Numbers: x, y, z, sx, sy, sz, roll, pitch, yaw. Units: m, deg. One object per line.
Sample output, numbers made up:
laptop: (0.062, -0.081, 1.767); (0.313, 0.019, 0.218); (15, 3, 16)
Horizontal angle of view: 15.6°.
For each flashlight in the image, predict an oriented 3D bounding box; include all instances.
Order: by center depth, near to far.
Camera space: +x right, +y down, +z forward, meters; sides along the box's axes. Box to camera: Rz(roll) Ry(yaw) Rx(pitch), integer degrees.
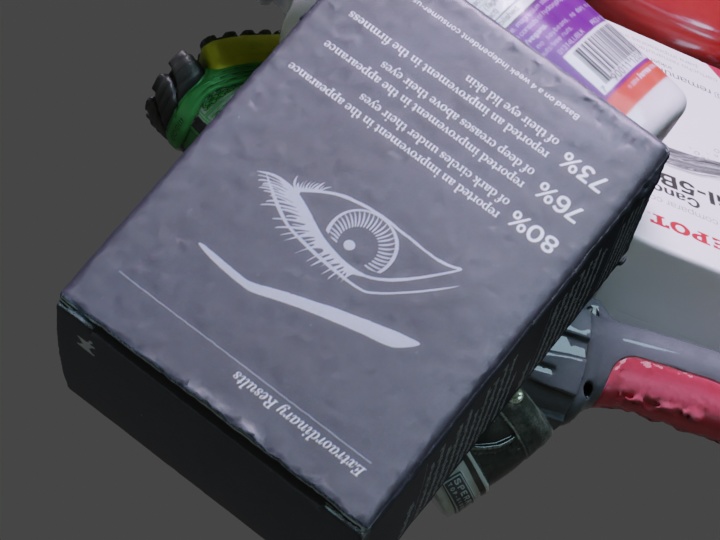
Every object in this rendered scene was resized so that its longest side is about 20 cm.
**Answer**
flashlight: (0.147, 0.065, 1.178); (0.199, 0.068, 0.068); (16, 18, -15)

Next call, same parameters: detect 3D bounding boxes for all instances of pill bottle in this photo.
pill bottle: (0.035, -0.100, 1.153); (0.200, 0.111, 0.111); (43, 33, 6)

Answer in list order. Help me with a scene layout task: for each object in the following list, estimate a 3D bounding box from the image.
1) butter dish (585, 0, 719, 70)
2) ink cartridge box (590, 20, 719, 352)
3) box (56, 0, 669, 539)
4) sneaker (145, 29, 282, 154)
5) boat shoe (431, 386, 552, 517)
butter dish: (0.144, -0.147, 1.402); (0.200, 0.148, 0.199); (25, -8, -5)
ink cartridge box: (0.163, -0.019, 1.283); (0.146, 0.083, 0.200); (21, 32, -16)
box: (0.000, 0.000, 1.016); (0.148, 0.104, 0.200); (38, 71, 10)
sneaker: (-0.003, -0.067, 1.237); (0.200, 0.078, 0.085); (-15, 59, -38)
boat shoe: (0.004, 0.011, 1.110); (0.064, 0.071, 0.200); (-35, 69, -8)
